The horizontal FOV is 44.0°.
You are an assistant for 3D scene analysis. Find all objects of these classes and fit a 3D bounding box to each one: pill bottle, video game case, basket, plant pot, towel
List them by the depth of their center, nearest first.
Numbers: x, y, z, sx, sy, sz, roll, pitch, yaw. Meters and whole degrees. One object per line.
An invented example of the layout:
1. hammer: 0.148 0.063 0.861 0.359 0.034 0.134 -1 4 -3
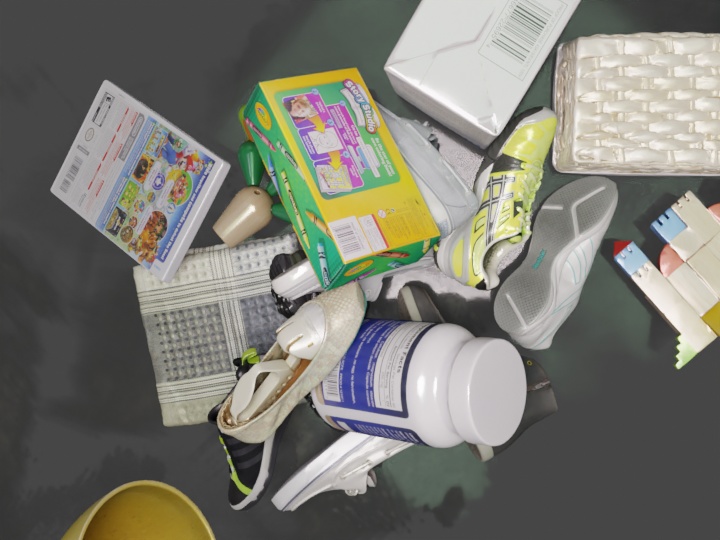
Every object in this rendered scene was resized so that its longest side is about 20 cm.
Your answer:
1. pill bottle: 0.053 0.108 0.861 0.197 0.114 0.119 1 95 44
2. basket: 0.295 -0.165 0.885 0.195 0.123 0.139 2 95 6
3. plant pot: -0.268 0.348 0.974 0.140 0.199 0.203 -25 91 33
4. video game case: -0.245 -0.100 0.975 0.199 0.018 0.145 34 99 25
5. towel: -0.149 0.068 1.008 0.195 0.035 0.197 -10 95 5

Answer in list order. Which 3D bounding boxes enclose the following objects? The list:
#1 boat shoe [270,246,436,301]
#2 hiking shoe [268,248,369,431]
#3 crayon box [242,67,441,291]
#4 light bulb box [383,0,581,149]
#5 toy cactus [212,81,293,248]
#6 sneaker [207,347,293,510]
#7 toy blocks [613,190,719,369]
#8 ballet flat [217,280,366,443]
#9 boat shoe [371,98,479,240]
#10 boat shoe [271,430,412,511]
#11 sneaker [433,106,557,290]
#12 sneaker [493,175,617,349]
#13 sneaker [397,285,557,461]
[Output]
1. boat shoe: 0.000 0.000 0.922 0.072 0.198 0.070 -21 91 51
2. hiking shoe: -0.026 0.069 0.959 0.099 0.075 0.204 -18 98 -20
3. crayon box: -0.019 -0.094 0.865 0.117 0.058 0.203 -16 72 -33
4. light bulb box: 0.126 -0.237 0.863 0.124 0.200 0.200 32 97 2
5. toy cactus: -0.087 -0.091 0.948 0.165 0.102 0.201 -42 78 -2
6. sneaker: -0.129 0.168 0.962 0.081 0.072 0.203 10 114 -19
7. toy blocks: 0.354 -0.019 0.912 0.199 0.100 0.137 -42 77 9
8. ballet flat: -0.068 0.089 0.857 0.201 0.062 0.068 -54 50 13
9. boat shoe: 0.052 -0.118 0.933 0.071 0.071 0.202 -26 61 -17
10. boat shoe: -0.007 0.212 0.979 0.199 0.072 0.066 -37 85 0
11. sneaker: 0.155 -0.071 0.924 0.076 0.075 0.203 38 110 35
12. sneaker: 0.210 -0.009 0.939 0.070 0.080 0.202 25 77 41
13. sneaker: 0.122 0.091 0.961 0.105 0.075 0.203 -28 83 -10
